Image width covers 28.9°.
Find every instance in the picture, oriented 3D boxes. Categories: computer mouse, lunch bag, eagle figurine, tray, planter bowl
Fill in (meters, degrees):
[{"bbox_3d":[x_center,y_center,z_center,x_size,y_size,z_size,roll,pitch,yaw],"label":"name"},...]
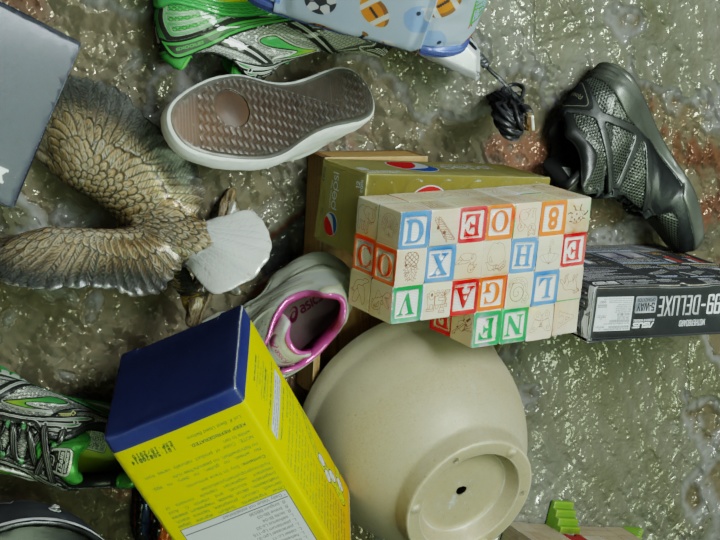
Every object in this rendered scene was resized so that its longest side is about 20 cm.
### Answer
[{"bbox_3d":[0.068,-0.186,1.160,0.044,0.110,0.200,-40,110,18],"label":"computer mouse"},{"bbox_3d":[0.010,-0.242,1.048,0.198,0.161,0.076,16,134,-7],"label":"lunch bag"},{"bbox_3d":[-0.179,-0.034,1.037,0.199,0.152,0.151,33,107,-36],"label":"eagle figurine"},{"bbox_3d":[0.000,0.000,1.194,0.098,0.037,0.202,-3,105,-28],"label":"tray"},{"bbox_3d":[0.063,0.155,1.183,0.198,0.135,0.202,-15,127,-21],"label":"planter bowl"}]

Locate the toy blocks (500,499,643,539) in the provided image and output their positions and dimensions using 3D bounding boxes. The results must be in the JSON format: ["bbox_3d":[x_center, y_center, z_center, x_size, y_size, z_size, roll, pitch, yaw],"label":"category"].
[{"bbox_3d":[0.229,0.293,1.337,0.198,0.136,0.101,8,99,-30],"label":"toy blocks"}]

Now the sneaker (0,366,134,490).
[{"bbox_3d":[-0.248,0.121,1.052,0.198,0.085,0.079,10,98,-30],"label":"sneaker"}]

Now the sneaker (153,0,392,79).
[{"bbox_3d":[-0.068,-0.188,1.093,0.198,0.078,0.086,3,109,-20],"label":"sneaker"}]

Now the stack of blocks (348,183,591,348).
[{"bbox_3d":[0.088,-0.002,1.110,0.199,0.058,0.116,-5,107,-36],"label":"stack of blocks"}]

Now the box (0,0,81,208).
[{"bbox_3d":[-0.311,-0.144,0.891,0.196,0.200,0.118,24,91,-32],"label":"box"}]

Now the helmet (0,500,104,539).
[{"bbox_3d":[-0.263,0.274,1.034,0.198,0.192,0.201,-8,139,-7],"label":"helmet"}]

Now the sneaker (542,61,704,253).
[{"bbox_3d":[0.235,-0.078,1.280,0.114,0.076,0.200,-41,115,-11],"label":"sneaker"}]

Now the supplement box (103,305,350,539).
[{"bbox_3d":[-0.095,0.149,1.061,0.108,0.110,0.201,-21,119,11],"label":"supplement box"}]

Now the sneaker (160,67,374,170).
[{"bbox_3d":[-0.081,-0.105,1.074,0.199,0.084,0.073,-13,79,-44],"label":"sneaker"}]

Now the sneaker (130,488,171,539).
[{"bbox_3d":[-0.148,0.256,1.160,0.078,0.075,0.202,1,104,-32],"label":"sneaker"}]

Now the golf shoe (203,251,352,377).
[{"bbox_3d":[-0.086,0.064,1.116,0.200,0.092,0.075,-41,106,3],"label":"golf shoe"}]

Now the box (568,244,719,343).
[{"bbox_3d":[0.239,0.016,1.257,0.198,0.157,0.050,-2,104,-29],"label":"box"}]

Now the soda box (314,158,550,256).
[{"bbox_3d":[0.062,-0.052,1.154,0.199,0.064,0.068,-2,105,-37],"label":"soda box"}]
